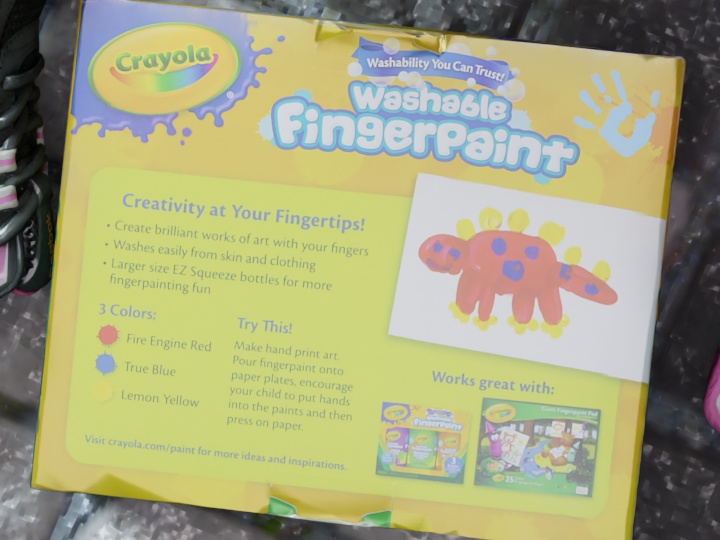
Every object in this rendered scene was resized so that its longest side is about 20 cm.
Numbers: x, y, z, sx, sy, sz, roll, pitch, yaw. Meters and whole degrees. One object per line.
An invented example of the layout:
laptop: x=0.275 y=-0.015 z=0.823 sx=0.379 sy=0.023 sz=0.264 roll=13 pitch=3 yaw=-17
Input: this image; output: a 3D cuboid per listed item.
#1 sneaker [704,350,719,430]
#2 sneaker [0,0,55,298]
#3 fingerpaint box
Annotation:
sneaker: x=0.200 y=-0.007 z=0.858 sx=0.200 sy=0.081 sz=0.088 roll=-43 pitch=87 yaw=4
sneaker: x=-0.132 y=-0.034 z=0.873 sx=0.086 sy=0.080 sz=0.200 roll=31 pitch=118 yaw=4
fingerpaint box: x=0.000 y=0.000 z=0.880 sx=0.200 sy=0.073 sz=0.167 roll=5 pitch=92 yaw=3
